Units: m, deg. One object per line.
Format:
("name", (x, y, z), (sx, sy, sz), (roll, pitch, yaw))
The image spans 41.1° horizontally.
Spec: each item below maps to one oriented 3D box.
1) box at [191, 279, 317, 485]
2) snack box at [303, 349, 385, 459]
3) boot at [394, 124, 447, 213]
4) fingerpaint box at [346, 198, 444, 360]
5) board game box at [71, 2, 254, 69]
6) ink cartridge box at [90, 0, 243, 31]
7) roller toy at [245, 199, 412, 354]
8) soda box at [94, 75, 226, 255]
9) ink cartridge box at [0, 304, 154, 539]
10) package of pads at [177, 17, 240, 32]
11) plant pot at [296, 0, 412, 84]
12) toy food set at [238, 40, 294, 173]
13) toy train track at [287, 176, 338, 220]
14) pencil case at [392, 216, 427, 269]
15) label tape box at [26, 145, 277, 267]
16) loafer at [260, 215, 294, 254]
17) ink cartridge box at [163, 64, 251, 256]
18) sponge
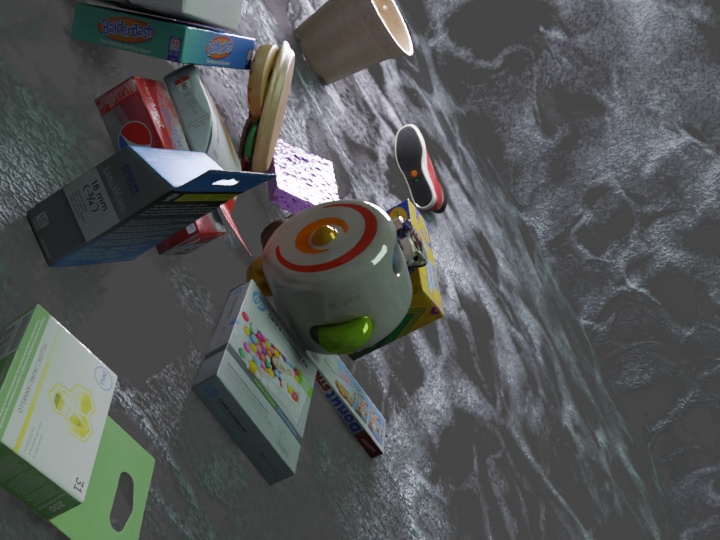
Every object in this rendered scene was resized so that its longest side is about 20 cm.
("box", (-0.119, 0.128, 1.139), (0.157, 0.041, 0.201), (56, 20, -22))
("snack box", (-0.025, 0.169, 1.348), (0.201, 0.024, 0.072), (55, 20, -23))
("boot", (0.144, -0.231, 2.219), (0.144, 0.071, 0.204), (5, 68, -68))
("fingerpaint box", (0.031, 0.011, 1.479), (0.073, 0.165, 0.202), (46, 26, -39))
("board game box", (-0.240, -0.290, 1.199), (0.200, 0.150, 0.046), (-30, 134, -71))
("ink cartridge box", (-0.253, -0.353, 1.149), (0.146, 0.197, 0.086), (-13, 117, -69))
("roller toy", (-0.033, 0.001, 1.246), (0.182, 0.198, 0.141), (-41, 132, -27))
("soda box", (-0.233, -0.122, 1.123), (0.203, 0.063, 0.070), (66, 20, 6))
("ink cartridge box", (-0.235, 0.147, 0.810), (0.200, 0.047, 0.147), (49, 23, -30))
("package of pads", (-0.265, -0.416, 1.344), (0.200, 0.076, 0.121), (45, 3, -44))
("plant pot", (-0.021, -0.477, 1.926), (0.201, 0.181, 0.202), (51, 24, -32))
("toy food set", (-0.136, -0.226, 1.362), (0.048, 0.201, 0.201), (13, 21, -3))
("toy train track", (-0.082, -0.106, 1.545), (0.116, 0.032, 0.200), (66, 24, -15))
("pencil case", (0.000, 0.000, 1.384), (0.078, 0.198, 0.090), (59, 7, -20))
("label tape box", (-0.201, -0.077, 0.942), (0.064, 0.198, 0.144), (64, 20, 5))
("loafer", (-0.093, -0.044, 1.393), (0.072, 0.073, 0.199), (56, 14, 19))
("ink cartridge box", (-0.175, -0.136, 1.210), (0.202, 0.050, 0.162), (62, -3, 17))
("sponge", (-0.087, -0.133, 1.439), (0.110, 0.030, 0.201), (23, 23, -20))
